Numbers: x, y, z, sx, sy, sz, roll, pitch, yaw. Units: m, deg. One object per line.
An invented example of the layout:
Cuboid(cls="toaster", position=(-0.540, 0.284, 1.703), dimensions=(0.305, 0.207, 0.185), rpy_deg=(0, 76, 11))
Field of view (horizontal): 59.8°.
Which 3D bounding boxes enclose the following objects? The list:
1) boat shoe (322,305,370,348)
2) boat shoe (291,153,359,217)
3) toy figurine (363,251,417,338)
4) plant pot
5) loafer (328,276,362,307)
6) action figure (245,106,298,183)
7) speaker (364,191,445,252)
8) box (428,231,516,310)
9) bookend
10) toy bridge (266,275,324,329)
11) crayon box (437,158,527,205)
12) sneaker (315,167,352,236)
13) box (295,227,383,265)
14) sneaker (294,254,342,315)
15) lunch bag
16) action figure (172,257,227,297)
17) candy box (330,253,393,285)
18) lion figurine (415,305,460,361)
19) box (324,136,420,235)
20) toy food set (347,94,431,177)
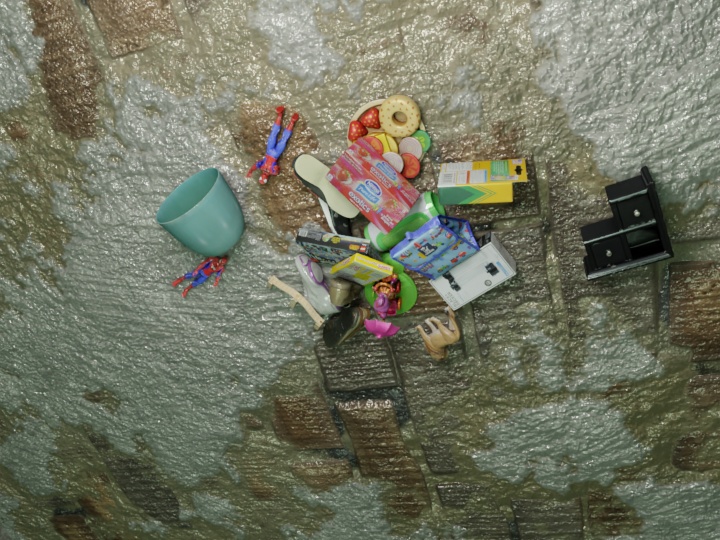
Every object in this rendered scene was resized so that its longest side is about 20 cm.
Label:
Cuboid(cls="boat shoe", position=(-0.037, 0.162, 1.771), dimensions=(0.073, 0.077, 0.200), rpy_deg=(-4, 157, -36))
Cuboid(cls="boat shoe", position=(-0.080, -0.205, 1.500), dimensions=(0.201, 0.063, 0.074), rpy_deg=(39, 88, -22))
Cuboid(cls="toy figurine", position=(0.067, 0.084, 1.637), dimensions=(0.148, 0.185, 0.203), rpy_deg=(3, 122, 10))
Cuboid(cls="plant pot", position=(-0.391, -0.134, 1.599), dimensions=(0.198, 0.202, 0.162), rpy_deg=(-20, 127, 23))
Cuboid(cls="loafer", position=(-0.047, 0.058, 1.646), dimensions=(0.075, 0.200, 0.068), rpy_deg=(21, 92, 15))
Cuboid(cls="action figure", position=(-0.216, -0.283, 1.511), dimensions=(0.065, 0.099, 0.201), rpy_deg=(25, 126, -3))
Cuboid(cls="speaker", position=(0.109, -0.119, 1.559), dimensions=(0.198, 0.089, 0.089), rpy_deg=(-27, 113, 26))
Cuboid(cls="box", position=(0.287, 0.004, 1.613), dimensions=(0.199, 0.060, 0.117), rpy_deg=(-33, 110, 28))
Cuboid(cls="bookend", position=(0.596, -0.106, 1.456), dimensions=(0.196, 0.093, 0.202), rpy_deg=(-17, 116, 22))
Cuboid(cls="toy bridge", position=(-0.180, 0.082, 1.740), dimensions=(0.200, 0.027, 0.067), rpy_deg=(42, 154, 2))
Cuboid(cls="crayon box", position=(0.280, -0.204, 1.441), dimensions=(0.197, 0.126, 0.052), rpy_deg=(-2, 123, 13))
Cuboid(cls="sneaker", position=(-0.048, -0.161, 1.574), dimensions=(0.086, 0.076, 0.202), rpy_deg=(-17, 117, 15))
Cuboid(cls="box", position=(-0.052, -0.049, 1.598), dimensions=(0.197, 0.040, 0.137), rpy_deg=(11, 162, 21))
Cuboid(cls="sneaker", position=(-0.134, 0.049, 1.723), dimensions=(0.099, 0.075, 0.201), rpy_deg=(-21, 114, 27))
Cuboid(cls="lunch bag", position=(0.169, -0.068, 1.512), dimensions=(0.150, 0.095, 0.199), rpy_deg=(-35, 150, 28))
Cuboid(cls="action figure", position=(-0.454, 0.024, 1.767), dimensions=(0.198, 0.099, 0.065), rpy_deg=(-30, 113, 24))
Cuboid(cls="candy box", position=(0.000, 0.000, 1.578), dimensions=(0.101, 0.027, 0.200), rpy_deg=(22, 165, -15))
Cuboid(cls="lion figurine", position=(0.222, 0.179, 1.698), dimensions=(0.123, 0.072, 0.200), rpy_deg=(55, 158, 5))
Cuboid(cls="box", position=(0.030, -0.196, 1.447), dimensions=(0.200, 0.100, 0.095), rpy_deg=(43, 128, -4))
Cuboid(cls="toy food set", position=(0.065, -0.303, 1.473), dimensions=(0.197, 0.049, 0.200), rpy_deg=(-13, 118, 19))
